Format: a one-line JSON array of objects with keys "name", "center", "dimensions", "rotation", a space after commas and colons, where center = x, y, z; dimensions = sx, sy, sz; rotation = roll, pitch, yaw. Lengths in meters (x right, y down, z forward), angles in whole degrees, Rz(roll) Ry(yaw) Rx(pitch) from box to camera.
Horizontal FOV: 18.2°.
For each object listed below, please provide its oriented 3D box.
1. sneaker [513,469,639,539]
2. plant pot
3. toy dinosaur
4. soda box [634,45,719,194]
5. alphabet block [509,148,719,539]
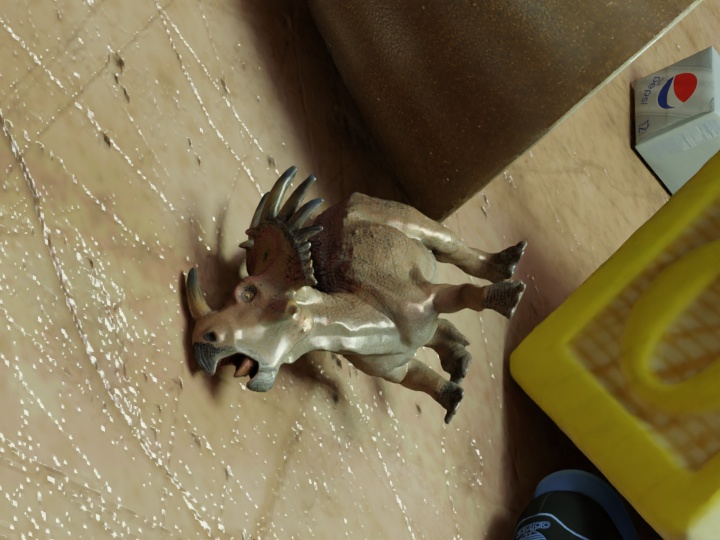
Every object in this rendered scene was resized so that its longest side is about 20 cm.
[{"name": "sneaker", "center": [0.138, 0.199, 1.137], "dimensions": [0.200, 0.070, 0.078], "rotation": [53, 34, -11]}, {"name": "plant pot", "center": [0.043, -0.158, 1.125], "dimensions": [0.200, 0.187, 0.187], "rotation": [50, 29, -1]}, {"name": "toy dinosaur", "center": [0.000, 0.000, 1.034], "dimensions": [0.135, 0.086, 0.200], "rotation": [26, 16, -1]}, {"name": "soda box", "center": [0.263, -0.058, 1.547], "dimensions": [0.200, 0.063, 0.069], "rotation": [46, 33, -34]}, {"name": "alphabet block", "center": [0.232, 0.081, 1.188], "dimensions": [0.200, 0.195, 0.196], "rotation": [45, 0, -35]}]
